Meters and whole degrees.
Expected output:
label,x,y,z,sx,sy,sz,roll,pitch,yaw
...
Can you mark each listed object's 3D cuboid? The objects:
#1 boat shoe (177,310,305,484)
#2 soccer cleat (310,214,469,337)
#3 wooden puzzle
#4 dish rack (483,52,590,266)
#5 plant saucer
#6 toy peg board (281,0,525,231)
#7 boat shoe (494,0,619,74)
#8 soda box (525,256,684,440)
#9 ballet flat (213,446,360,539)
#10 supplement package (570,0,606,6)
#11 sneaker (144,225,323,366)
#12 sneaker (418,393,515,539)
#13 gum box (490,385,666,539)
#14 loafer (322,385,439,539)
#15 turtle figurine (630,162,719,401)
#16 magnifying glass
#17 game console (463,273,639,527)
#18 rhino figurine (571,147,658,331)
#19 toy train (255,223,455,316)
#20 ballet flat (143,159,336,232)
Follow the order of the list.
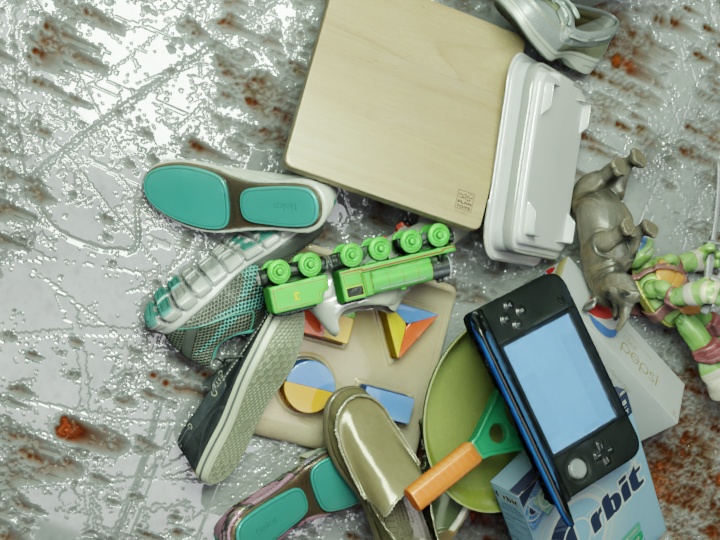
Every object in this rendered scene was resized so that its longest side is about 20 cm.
label,x,y,z,sx,sy,sz,roll,pitch,yaw
boat shoe,-0.119,0.111,1.118,0.062,0.074,0.201,35,104,27
soccer cleat,0.034,-0.001,1.141,0.199,0.069,0.078,-25,83,-20
wooden puzzle,-0.006,0.091,1.170,0.184,0.046,0.202,16,90,-14
dish rack,0.184,-0.105,1.151,0.043,0.171,0.202,8,91,30
plant saucer,0.136,0.139,1.151,0.199,0.031,0.202,-4,97,-32
toy peg board,0.034,-0.156,1.125,0.198,0.098,0.201,18,79,-14
boat shoe,0.196,-0.246,1.133,0.065,0.201,0.075,-49,62,21
soda box,0.253,0.085,1.211,0.200,0.064,0.068,45,38,-12
ballet flat,-0.061,0.219,1.145,0.199,0.071,0.070,-25,109,-29
supplement package,0.187,-0.350,1.111,0.189,0.200,0.149,2,93,-13
sneaker,-0.113,0.016,1.136,0.199,0.078,0.092,-36,117,-6
sneaker,0.086,0.186,1.183,0.090,0.067,0.201,38,77,-24
gum box,0.229,0.244,1.185,0.170,0.044,0.201,-38,123,-25
loafer,0.030,0.203,1.114,0.076,0.067,0.201,-28,94,-29
turtle figurine,0.375,0.022,1.211,0.199,0.144,0.195,-35,104,-6
magnifying glass,0.124,0.162,1.107,0.199,0.022,0.080,-34,91,-22
game console,0.184,0.111,1.060,0.170,0.118,0.201,-24,88,-25
rhino figurine,0.257,-0.026,1.174,0.059,0.087,0.202,18,55,-25
toy train,0.000,0.000,1.080,0.198,0.042,0.057,-13,93,-16
ballet flat,-0.113,-0.072,1.111,0.198,0.069,0.070,7,92,22
